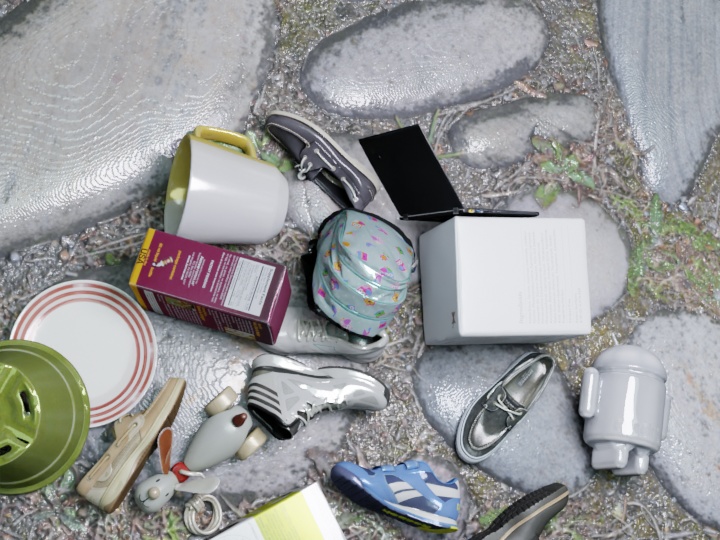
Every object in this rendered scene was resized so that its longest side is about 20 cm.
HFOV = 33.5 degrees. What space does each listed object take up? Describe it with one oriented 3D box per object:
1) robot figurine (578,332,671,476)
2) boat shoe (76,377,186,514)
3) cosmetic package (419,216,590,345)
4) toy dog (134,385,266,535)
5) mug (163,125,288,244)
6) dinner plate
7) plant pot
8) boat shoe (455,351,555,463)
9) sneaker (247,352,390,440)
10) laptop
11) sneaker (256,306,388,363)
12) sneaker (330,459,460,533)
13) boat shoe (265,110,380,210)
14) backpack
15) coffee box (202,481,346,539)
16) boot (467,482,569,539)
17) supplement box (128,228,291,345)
[{"bbox_3d":[0.388,0.196,1.748,0.168,0.112,0.203,20,70,-30],"label":"robot figurine"},{"bbox_3d":[-0.301,0.220,1.584,0.064,0.071,0.201,29,69,6],"label":"boat shoe"},{"bbox_3d":[0.204,0.018,1.711,0.197,0.167,0.169,0,83,-15],"label":"cosmetic package"},{"bbox_3d":[-0.207,0.244,1.588,0.131,0.096,0.202,30,70,-5],"label":"toy dog"},{"bbox_3d":[-0.182,-0.120,1.674,0.151,0.149,0.189,9,79,-20],"label":"mug"},{"bbox_3d":[-0.375,0.113,1.619,0.197,0.024,0.203,4,73,-13],"label":"dinner plate"},{"bbox_3d":[-0.443,0.180,1.478,0.197,0.190,0.203,1,83,-8],"label":"plant pot"},{"bbox_3d":[0.208,0.190,1.724,0.072,0.071,0.201,39,70,-1],"label":"boat shoe"},{"bbox_3d":[-0.062,0.191,1.636,0.198,0.076,0.116,11,51,-2],"label":"sneaker"},{"bbox_3d":[0.123,-0.132,1.699,0.197,0.187,0.118,1,89,-26],"label":"laptop"},{"bbox_3d":[-0.054,0.084,1.682,0.197,0.080,0.071,6,75,-11],"label":"sneaker"},{"bbox_3d":[0.051,0.298,1.657,0.198,0.074,0.083,24,68,-15],"label":"sneaker"},{"bbox_3d":[-0.063,-0.157,1.749,0.199,0.073,0.063,36,66,-8],"label":"boat shoe"},{"bbox_3d":[0.000,0.000,1.655,0.165,0.128,0.201,22,28,-5],"label":"backpack"},{"bbox_3d":[-0.113,0.408,1.513,0.196,0.200,0.202,-25,83,-19],"label":"coffee box"},{"bbox_3d":[0.237,0.406,1.679,0.199,0.077,0.139,-34,90,-7],"label":"boot"},{"bbox_3d":[-0.200,0.024,1.620,0.197,0.111,0.087,15,72,5],"label":"supplement box"}]
